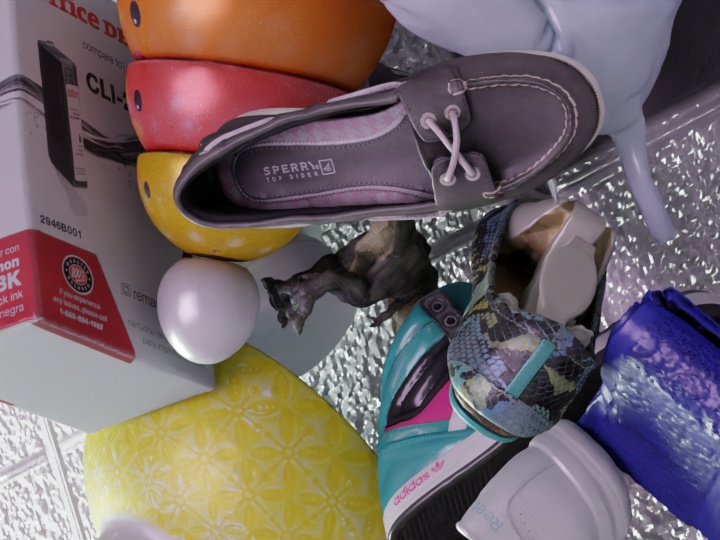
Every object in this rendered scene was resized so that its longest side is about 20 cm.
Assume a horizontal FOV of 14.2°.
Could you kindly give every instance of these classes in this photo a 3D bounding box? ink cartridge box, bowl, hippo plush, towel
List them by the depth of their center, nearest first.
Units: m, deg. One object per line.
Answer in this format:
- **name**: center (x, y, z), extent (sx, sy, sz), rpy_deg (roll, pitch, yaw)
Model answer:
- **towel**: center (0.185, 0.096, 1.243), extent (0.200, 0.050, 0.148), rpy_deg (41, 164, 12)
- **hippo plush**: center (0.107, -0.153, 1.272), extent (0.161, 0.159, 0.200), rpy_deg (-43, 47, 29)
- **ink cartridge box**: center (-0.152, -0.039, 1.410), extent (0.084, 0.144, 0.200), rpy_deg (-21, 65, 27)
- **bowl**: center (-0.076, 0.135, 1.482), extent (0.200, 0.108, 0.200), rpy_deg (31, 149, 21)

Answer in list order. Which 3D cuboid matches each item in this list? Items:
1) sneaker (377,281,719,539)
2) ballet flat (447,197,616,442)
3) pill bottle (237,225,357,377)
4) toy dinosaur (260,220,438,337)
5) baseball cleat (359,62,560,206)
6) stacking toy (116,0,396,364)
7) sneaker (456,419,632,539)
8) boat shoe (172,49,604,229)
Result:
- **sneaker**: center (0.085, 0.044, 1.388), extent (0.200, 0.084, 0.121), rpy_deg (-34, 44, 17)
- **ballet flat**: center (0.085, 0.006, 1.276), extent (0.074, 0.200, 0.074), rpy_deg (3, 117, 5)
- **pill bottle**: center (-0.091, -0.031, 1.531), extent (0.200, 0.112, 0.112), rpy_deg (46, 126, 31)
- **toy dinosaur**: center (0.000, 0.000, 1.398), extent (0.200, 0.088, 0.048), rpy_deg (89, 157, -75)
- **baseball cleat**: center (0.039, -0.059, 1.425), extent (0.200, 0.106, 0.070), rpy_deg (-142, 64, -71)
- **stacking toy**: center (-0.060, -0.056, 1.360), extent (0.146, 0.146, 0.200), rpy_deg (2, 81, 46)
- **sneaker**: center (0.086, 0.161, 1.350), extent (0.075, 0.088, 0.200), rpy_deg (36, 153, 45)
- **boat shoe**: center (0.009, -0.047, 1.245), extent (0.200, 0.057, 0.067), rpy_deg (-9, 108, 32)
